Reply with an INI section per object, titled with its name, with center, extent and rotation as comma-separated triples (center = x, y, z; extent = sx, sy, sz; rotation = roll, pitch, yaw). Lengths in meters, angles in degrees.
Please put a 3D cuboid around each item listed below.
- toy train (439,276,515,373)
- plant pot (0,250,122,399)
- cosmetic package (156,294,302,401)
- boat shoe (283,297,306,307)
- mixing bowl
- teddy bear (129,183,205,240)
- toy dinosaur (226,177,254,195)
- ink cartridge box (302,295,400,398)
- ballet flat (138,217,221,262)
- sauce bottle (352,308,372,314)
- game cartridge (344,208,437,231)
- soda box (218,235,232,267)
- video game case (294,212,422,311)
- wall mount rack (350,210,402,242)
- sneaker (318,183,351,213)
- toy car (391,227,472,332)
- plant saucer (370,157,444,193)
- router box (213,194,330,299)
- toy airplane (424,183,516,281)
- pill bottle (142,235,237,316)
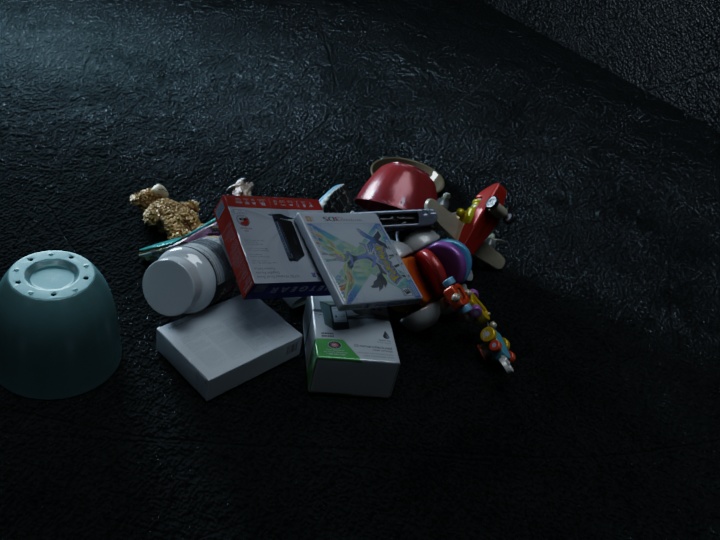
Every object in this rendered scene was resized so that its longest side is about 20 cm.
[toy train]
center = 0.207, 0.104, 1.313
extent = 0.201, 0.055, 0.150
rotation = 57, 20, 3
[plant pot]
center = -0.474, 0.069, 1.113
extent = 0.198, 0.163, 0.202
rotation = 8, 34, -6
[cosmetic package]
center = -0.221, 0.121, 1.221
extent = 0.199, 0.052, 0.150
rotation = -23, 49, -41
[boat shoe]
center = -0.068, 0.027, 1.405
extent = 0.198, 0.074, 0.067
rotation = -20, 60, -26
[mixing bowl]
center = 0.095, -0.175, 1.610
extent = 0.198, 0.110, 0.200
rotation = 19, -3, 1
[teddy bear]
center = -0.391, -0.119, 1.492
extent = 0.143, 0.067, 0.200
rotation = -7, 40, -31
[toy dinosaur]
center = -0.263, -0.100, 1.498
extent = 0.134, 0.087, 0.200
rotation = 23, 40, 15
[ink cartridge box]
center = -0.022, 0.120, 1.260
extent = 0.144, 0.085, 0.201
rotation = 5, 34, -13
[ballet flat]
center = -0.331, -0.042, 1.380
extent = 0.198, 0.072, 0.069
rotation = -22, 11, 10
[sauce bottle]
center = 0.000, 0.000, 1.308
extent = 0.065, 0.067, 0.201
rotation = 7, 34, -8
[game cartridge]
center = 0.045, -0.098, 1.444
extent = 0.197, 0.042, 0.133
rotation = -3, -4, -6
[soda box]
center = -0.174, -0.031, 1.343
extent = 0.071, 0.063, 0.200
rotation = 62, 17, 23
[video game case]
center = -0.003, -0.021, 1.255
extent = 0.181, 0.022, 0.201
rotation = -3, 54, -39
[wall mount rack]
center = 0.035, -0.057, 1.541
extent = 0.197, 0.075, 0.175
rotation = 6, 37, -8
[sneaker]
center = -0.102, -0.125, 1.554
extent = 0.089, 0.079, 0.200
rotation = 23, 57, 39
[toy car]
center = 0.135, 0.004, 1.374
extent = 0.199, 0.150, 0.176
rotation = -25, 84, -39
[plant saucer]
center = 0.120, -0.236, 1.866
extent = 0.197, 0.030, 0.201
rotation = 9, 35, -6
[router box]
center = -0.132, -0.042, 1.236
extent = 0.198, 0.049, 0.181
rotation = -2, 57, -39
[toy airplane]
center = 0.230, -0.081, 1.566
extent = 0.197, 0.202, 0.141
rotation = -15, 25, -19
[pill bottle]
center = -0.290, 0.009, 1.252
extent = 0.115, 0.118, 0.200
rotation = 18, 15, 8
